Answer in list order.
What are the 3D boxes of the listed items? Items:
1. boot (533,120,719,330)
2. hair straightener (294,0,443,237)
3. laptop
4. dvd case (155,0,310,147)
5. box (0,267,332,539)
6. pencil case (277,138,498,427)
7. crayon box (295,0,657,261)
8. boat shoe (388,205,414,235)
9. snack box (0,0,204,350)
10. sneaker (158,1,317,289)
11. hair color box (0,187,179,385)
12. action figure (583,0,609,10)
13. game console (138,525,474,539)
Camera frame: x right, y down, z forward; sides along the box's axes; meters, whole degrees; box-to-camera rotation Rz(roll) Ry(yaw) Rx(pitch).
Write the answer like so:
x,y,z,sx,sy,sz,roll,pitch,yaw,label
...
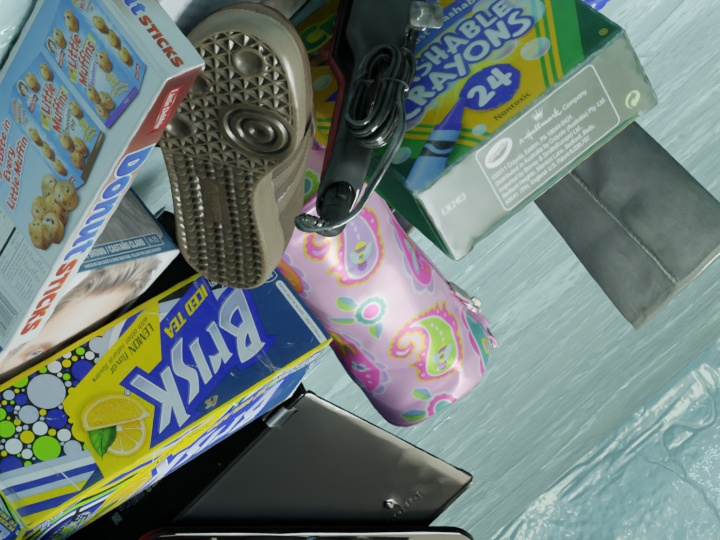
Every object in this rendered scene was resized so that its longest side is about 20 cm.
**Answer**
x,y,z,sx,sy,sz,roll,pitch,yaw,label
0.132,-0.085,1.493,0.072,0.200,0.182,-30,164,-35,boot
0.004,-0.096,1.246,0.077,0.041,0.201,-53,-166,49,hair straightener
-0.081,0.102,1.511,0.187,0.200,0.116,-45,163,22,laptop
-0.056,-0.128,1.233,0.200,0.018,0.143,-44,166,16,dvd case
-0.112,0.066,1.339,0.199,0.070,0.064,-31,167,-34,box
0.000,0.000,1.482,0.087,0.088,0.200,-39,132,0,pencil case
0.036,-0.099,1.329,0.125,0.200,0.052,-38,127,-7,crayon box
-0.031,-0.024,1.533,0.200,0.073,0.063,-38,171,11,boat shoe
-0.132,-0.050,1.164,0.024,0.072,0.200,-25,161,-41,snack box
-0.054,-0.074,1.275,0.200,0.070,0.076,103,7,-57,sneaker
-0.188,0.040,1.334,0.200,0.061,0.100,-47,166,26,hair color box
0.085,-0.131,1.420,0.199,0.052,0.065,-12,-179,24,action figure
-0.036,0.240,1.501,0.199,0.174,0.119,2,157,-19,game console
